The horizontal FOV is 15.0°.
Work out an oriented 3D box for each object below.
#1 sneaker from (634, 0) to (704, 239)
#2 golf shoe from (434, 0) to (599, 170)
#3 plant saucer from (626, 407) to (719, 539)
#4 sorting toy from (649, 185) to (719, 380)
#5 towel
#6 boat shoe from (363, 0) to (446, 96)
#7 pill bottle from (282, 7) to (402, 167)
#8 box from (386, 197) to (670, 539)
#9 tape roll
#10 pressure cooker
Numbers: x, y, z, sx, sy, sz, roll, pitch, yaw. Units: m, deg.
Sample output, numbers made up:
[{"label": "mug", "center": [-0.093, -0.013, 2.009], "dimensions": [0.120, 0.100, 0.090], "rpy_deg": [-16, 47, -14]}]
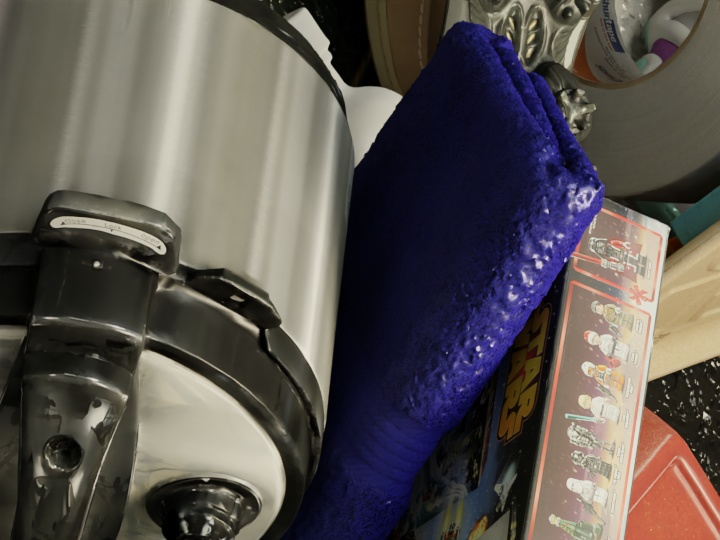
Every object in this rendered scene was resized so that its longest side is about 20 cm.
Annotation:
[{"label": "sneaker", "center": [0.199, -0.110, 1.310], "dimensions": [0.078, 0.140, 0.200], "rpy_deg": [35, 49, -29]}, {"label": "golf shoe", "center": [0.060, -0.110, 1.150], "dimensions": [0.078, 0.094, 0.201], "rpy_deg": [13, 82, -17]}, {"label": "plant saucer", "center": [0.132, 0.177, 1.187], "dimensions": [0.200, 0.037, 0.200], "rpy_deg": [57, 43, -8]}, {"label": "sorting toy", "center": [0.174, -0.015, 1.206], "dimensions": [0.185, 0.200, 0.037], "rpy_deg": [-16, 68, -48]}, {"label": "towel", "center": [0.015, 0.022, 0.965], "dimensions": [0.049, 0.200, 0.148], "rpy_deg": [24, 20, -22]}, {"label": "boat shoe", "center": [0.050, -0.163, 1.195], "dimensions": [0.071, 0.064, 0.201], "rpy_deg": [3, 95, -61]}, {"label": "pill bottle", "center": [0.000, 0.000, 1.085], "dimensions": [0.200, 0.104, 0.104], "rpy_deg": [58, 42, -8]}, {"label": "box", "center": [0.044, 0.088, 0.932], "dimensions": [0.040, 0.137, 0.200], "rpy_deg": [23, 56, -15]}, {"label": "tape roll", "center": [0.132, -0.130, 1.209], "dimensions": [0.066, 0.200, 0.201], "rpy_deg": [4, 69, -46]}, {"label": "pressure cooker", "center": [-0.092, 0.015, 0.920], "dimensions": [0.176, 0.178, 0.200], "rpy_deg": [47, 37, -41]}]
